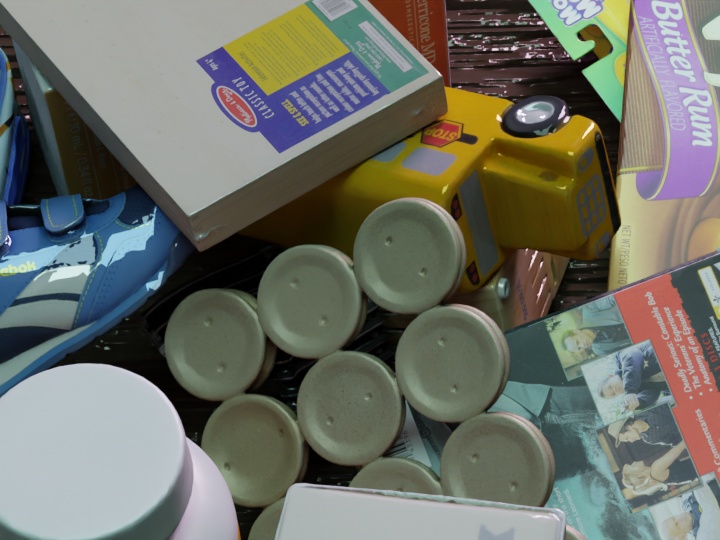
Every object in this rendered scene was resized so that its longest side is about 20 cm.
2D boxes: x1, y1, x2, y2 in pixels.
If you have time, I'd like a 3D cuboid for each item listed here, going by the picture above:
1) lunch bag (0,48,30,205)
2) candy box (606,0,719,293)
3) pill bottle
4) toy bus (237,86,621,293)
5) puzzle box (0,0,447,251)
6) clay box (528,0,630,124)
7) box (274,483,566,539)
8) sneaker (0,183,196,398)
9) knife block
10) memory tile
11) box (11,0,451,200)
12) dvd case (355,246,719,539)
[{"bbox_3d":[-0.240,-0.026,1.375,0.160,0.076,0.200,2,52,4],"label":"lunch bag"},{"bbox_3d":[0.179,-0.050,1.329,0.117,0.056,0.200,5,73,7],"label":"candy box"},{"bbox_3d":[-0.102,0.130,1.160,0.113,0.200,0.113,-3,52,3],"label":"pill bottle"},{"bbox_3d":[0.015,-0.044,1.276,0.200,0.065,0.078,15,46,35],"label":"toy bus"},{"bbox_3d":[-0.069,-0.102,1.279,0.133,0.025,0.200,-29,50,-16],"label":"puzzle box"},{"bbox_3d":[0.186,-0.142,1.430,0.200,0.048,0.115,-28,69,-15],"label":"clay box"},{"bbox_3d":[0.019,0.192,1.101,0.109,0.200,0.128,6,53,9],"label":"box"},{"bbox_3d":[-0.149,-0.001,1.260,0.200,0.082,0.074,-34,11,-2],"label":"sneaker"},{"bbox_3d":[0.000,0.000,1.332,0.175,0.064,0.200,2,40,21],"label":"knife block"},{"bbox_3d":[0.007,0.081,1.218,0.153,0.017,0.200,-26,81,21],"label":"memory tile"},{"bbox_3d":[-0.065,-0.109,1.391,0.200,0.124,0.098,-18,53,-8],"label":"box"},{"bbox_3d":[0.105,0.087,1.246,0.200,0.022,0.146,-21,78,-8],"label":"dvd case"}]
